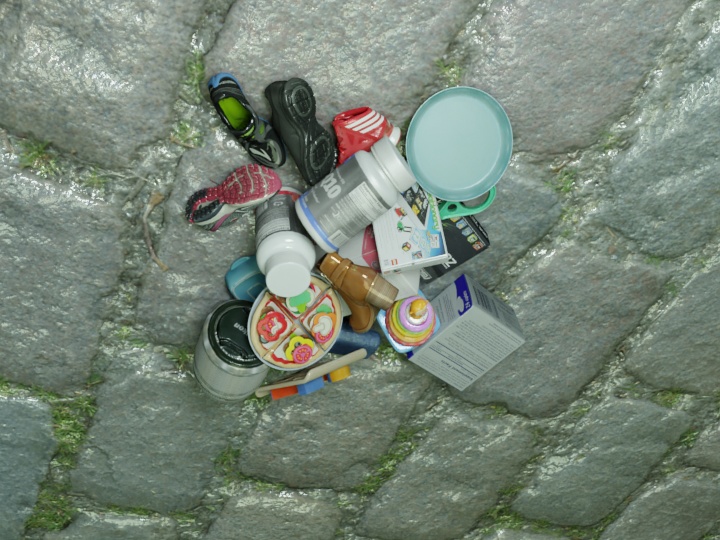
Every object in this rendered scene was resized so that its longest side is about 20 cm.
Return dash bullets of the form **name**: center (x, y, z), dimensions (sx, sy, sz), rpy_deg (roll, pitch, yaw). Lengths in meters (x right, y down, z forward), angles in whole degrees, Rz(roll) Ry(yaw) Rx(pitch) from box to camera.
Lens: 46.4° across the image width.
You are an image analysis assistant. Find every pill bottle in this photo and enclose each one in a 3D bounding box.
- **pill bottle**: center (-0.138, -0.051, 1.540), dimensions (0.108, 0.202, 0.112), rpy_deg (-5, 134, -5)
- **pill bottle**: center (-0.007, -0.133, 1.452), dimensions (0.198, 0.115, 0.114), rpy_deg (-37, 127, 11)

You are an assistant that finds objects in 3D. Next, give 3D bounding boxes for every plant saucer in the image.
- **plant saucer**: center (0.176, -0.227, 1.508), dimensions (0.195, 0.027, 0.205), rpy_deg (-2, 107, -6)

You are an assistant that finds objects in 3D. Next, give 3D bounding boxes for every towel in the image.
- **towel**: center (-0.060, 0.139, 1.799), dimensions (0.196, 0.050, 0.112), rpy_deg (13, 156, -17)

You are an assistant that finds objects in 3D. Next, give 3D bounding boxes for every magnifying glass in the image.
- **magnifying glass**: center (0.166, -0.116, 1.588), dimensions (0.197, 0.023, 0.080), rpy_deg (-29, 127, 16)

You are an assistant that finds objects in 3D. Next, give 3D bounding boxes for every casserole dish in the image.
- **casserole dish**: center (-0.192, 0.049, 1.730), dimensions (0.120, 0.039, 0.200), rpy_deg (-30, 130, 17)

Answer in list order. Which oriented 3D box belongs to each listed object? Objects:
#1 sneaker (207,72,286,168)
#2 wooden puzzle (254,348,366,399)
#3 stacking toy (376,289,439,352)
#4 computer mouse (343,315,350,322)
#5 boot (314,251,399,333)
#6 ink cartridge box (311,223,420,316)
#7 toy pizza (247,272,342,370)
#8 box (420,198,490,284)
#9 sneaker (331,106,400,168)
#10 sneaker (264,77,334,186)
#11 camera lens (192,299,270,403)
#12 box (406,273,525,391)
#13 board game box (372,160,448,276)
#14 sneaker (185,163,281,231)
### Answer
- **sneaker**: center (-0.197, -0.244, 1.442), dimensions (0.070, 0.084, 0.200), rpy_deg (-25, 131, 14)
- **wooden puzzle**: center (-0.102, 0.230, 1.788), dimensions (0.183, 0.047, 0.198), rpy_deg (-17, 175, -45)
- **stacking toy**: center (0.107, 0.087, 1.661), dimensions (0.115, 0.111, 0.200), rpy_deg (-32, 172, -11)
- **computer mouse**: center (0.031, 0.052, 1.762), dimensions (0.109, 0.044, 0.200), rpy_deg (29, 121, -29)
- **boot**: center (-0.023, 0.034, 1.588), dimensions (0.153, 0.075, 0.200), rpy_deg (32, 148, -5)
- **ink cartridge box**: center (0.000, 0.000, 1.653), dimensions (0.197, 0.084, 0.147), rpy_deg (-18, 134, 30)
- **toy pizza**: center (-0.121, 0.102, 1.614), dimensions (0.196, 0.032, 0.205), rpy_deg (-9, 112, -23)
- **box**: center (0.141, -0.082, 1.658), dimensions (0.159, 0.050, 0.200), rpy_deg (-29, 127, 20)
- **sneaker**: center (-0.030, -0.213, 1.514), dimensions (0.115, 0.079, 0.200), rpy_deg (36, 106, -23)
- **sneaker**: center (-0.107, -0.241, 1.456), dimensions (0.076, 0.090, 0.204), rpy_deg (-37, 125, -33)
- **camera lens**: center (-0.256, 0.167, 1.714), dimensions (0.156, 0.163, 0.201), rpy_deg (9, 147, -16)
- **box**: center (0.221, 0.138, 1.825), dimensions (0.182, 0.106, 0.199), rpy_deg (32, 119, -32)
- **board game box**: center (0.081, -0.101, 1.537), dimensions (0.123, 0.205, 0.035), rpy_deg (-11, 161, 3)
- **sneaker**: center (-0.227, -0.132, 1.544), dimensions (0.196, 0.082, 0.074), rpy_deg (-18, 150, 25)
